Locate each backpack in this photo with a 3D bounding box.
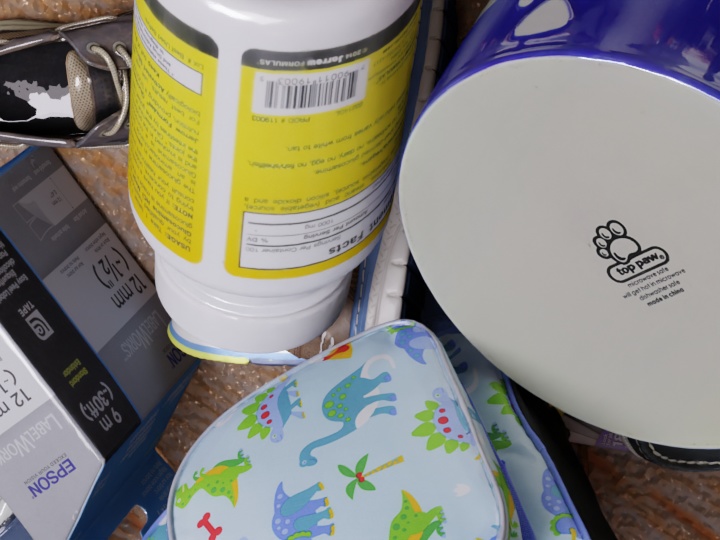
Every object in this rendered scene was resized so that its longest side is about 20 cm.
[{"bbox_3d":[-0.001,0.130,1.087,0.199,0.184,0.147,-33,133,9],"label":"backpack"}]

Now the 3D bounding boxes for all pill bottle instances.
[{"bbox_3d":[-0.038,-0.064,1.064,0.112,0.113,0.201,18,137,9],"label":"pill bottle"}]

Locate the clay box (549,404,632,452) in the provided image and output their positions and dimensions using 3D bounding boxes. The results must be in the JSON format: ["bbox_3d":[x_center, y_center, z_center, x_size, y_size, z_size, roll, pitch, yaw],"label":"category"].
[{"bbox_3d":[0.156,0.027,1.191,0.198,0.048,0.116,11,113,-7],"label":"clay box"}]

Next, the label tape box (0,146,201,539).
[{"bbox_3d":[-0.137,0.051,1.264,0.066,0.143,0.200,-36,96,24],"label":"label tape box"}]

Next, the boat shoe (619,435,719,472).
[{"bbox_3d":[0.209,0.047,1.143,0.199,0.060,0.076,-20,114,3],"label":"boat shoe"}]

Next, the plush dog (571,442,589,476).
[{"bbox_3d":[0.027,0.147,1.249,0.170,0.200,0.162,-6,80,11],"label":"plush dog"}]

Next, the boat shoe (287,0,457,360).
[{"bbox_3d":[-0.001,-0.055,1.187,0.072,0.072,0.202,7,76,10],"label":"boat shoe"}]

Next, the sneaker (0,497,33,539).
[{"bbox_3d":[-0.188,0.112,1.270,0.080,0.200,0.147,-38,89,15],"label":"sneaker"}]

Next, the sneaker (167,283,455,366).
[{"bbox_3d":[0.000,0.000,1.246,0.198,0.074,0.083,1,107,15],"label":"sneaker"}]

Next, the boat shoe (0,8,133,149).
[{"bbox_3d":[-0.115,-0.085,1.247,0.198,0.073,0.075,-8,107,19],"label":"boat shoe"}]

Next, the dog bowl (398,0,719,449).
[{"bbox_3d":[0.118,-0.028,1.034,0.199,0.079,0.201,18,137,17],"label":"dog bowl"}]
